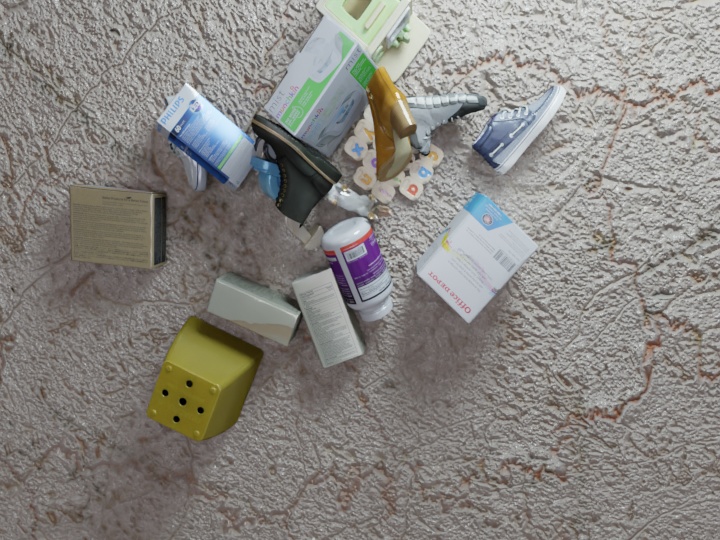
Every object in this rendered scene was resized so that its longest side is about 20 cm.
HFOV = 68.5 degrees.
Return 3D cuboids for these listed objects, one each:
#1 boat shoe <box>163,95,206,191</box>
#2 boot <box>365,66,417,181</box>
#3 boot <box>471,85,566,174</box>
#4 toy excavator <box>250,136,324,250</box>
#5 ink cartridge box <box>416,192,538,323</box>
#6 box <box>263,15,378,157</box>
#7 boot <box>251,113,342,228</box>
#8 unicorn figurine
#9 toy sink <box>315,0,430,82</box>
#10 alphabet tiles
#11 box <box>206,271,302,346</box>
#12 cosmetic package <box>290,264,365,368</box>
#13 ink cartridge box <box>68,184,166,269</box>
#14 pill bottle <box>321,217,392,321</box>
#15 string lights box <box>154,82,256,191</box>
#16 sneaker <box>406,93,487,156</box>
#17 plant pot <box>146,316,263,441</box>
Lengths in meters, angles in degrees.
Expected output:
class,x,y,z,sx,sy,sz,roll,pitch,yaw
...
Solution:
class,x,y,z,sx,sy,sz,roll,pitch,yaw
boat shoe,-0.378,-0.269,1.127,0.065,0.073,0.207,-10,89,-34
boot,0.049,-0.287,1.052,0.069,0.202,0.147,-19,70,-20
boot,0.314,-0.300,1.056,0.089,0.073,0.202,36,102,-7
toy excavator,-0.149,-0.160,1.106,0.190,0.100,0.206,12,101,-30
ink cartridge box,0.228,-0.030,1.076,0.146,0.146,0.201,41,101,-3
box,-0.066,-0.349,1.027,0.096,0.176,0.202,41,101,14
boot,-0.148,-0.183,1.003,0.198,0.078,0.140,34,102,-21
unicorn figurine,-0.032,-0.159,1.102,0.199,0.137,0.074,40,92,-17
toy sink,0.029,-0.490,1.033,0.199,0.112,0.131,41,102,-2
alphabet tiles,0.070,-0.252,1.120,0.193,0.015,0.203,33,101,0
box,-0.228,0.083,1.170,0.195,0.095,0.080,23,102,3
cosmetic package,-0.068,0.098,1.167,0.102,0.071,0.206,-18,98,9
ink cartridge box,-0.538,-0.099,1.179,0.193,0.075,0.171,6,99,5
pill bottle,0.000,0.000,1.112,0.109,0.113,0.205,-19,111,9
string lights box,-0.308,-0.270,1.086,0.199,0.059,0.104,39,73,-19
sneaker,0.156,-0.292,1.066,0.193,0.075,0.120,2,106,16
plant pot,-0.357,0.253,1.171,0.195,0.177,0.205,25,101,1
